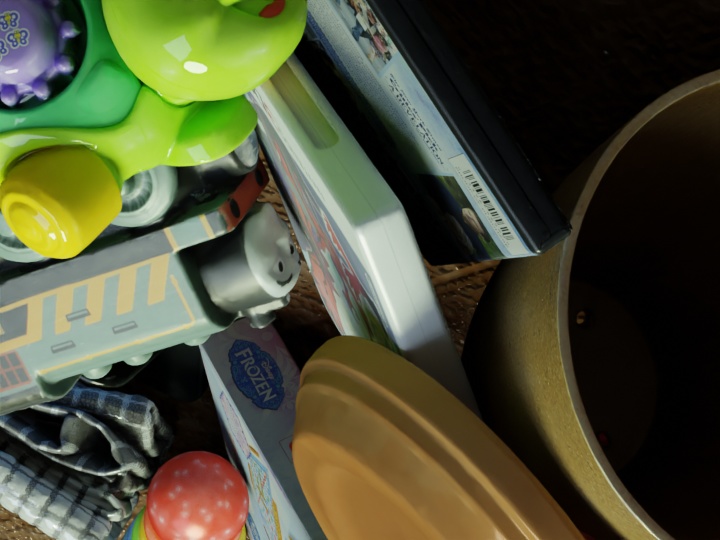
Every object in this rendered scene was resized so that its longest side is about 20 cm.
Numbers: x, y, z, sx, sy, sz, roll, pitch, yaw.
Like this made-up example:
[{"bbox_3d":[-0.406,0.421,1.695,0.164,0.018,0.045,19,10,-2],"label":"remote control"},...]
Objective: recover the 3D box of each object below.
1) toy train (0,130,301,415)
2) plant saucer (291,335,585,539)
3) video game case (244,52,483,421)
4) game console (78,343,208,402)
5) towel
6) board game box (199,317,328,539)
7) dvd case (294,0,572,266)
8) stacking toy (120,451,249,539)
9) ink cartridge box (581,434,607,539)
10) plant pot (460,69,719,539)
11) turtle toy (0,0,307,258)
[{"bbox_3d":[-0.122,-0.007,0.908,0.200,0.085,0.114,-18,110,21],"label":"toy train"},{"bbox_3d":[0.037,0.115,0.808,0.200,0.037,0.200,46,161,21],"label":"plant saucer"},{"bbox_3d":[0.000,0.000,0.850,0.182,0.023,0.200,57,172,48],"label":"video game case"},{"bbox_3d":[-0.186,0.019,1.082,0.200,0.116,0.176,26,148,9],"label":"game console"},{"bbox_3d":[-0.188,0.078,1.154,0.165,0.086,0.200,32,173,1],"label":"towel"},{"bbox_3d":[-0.014,0.154,1.095,0.200,0.041,0.200,57,165,35],"label":"board game box"},{"bbox_3d":[0.011,-0.066,0.771,0.143,0.018,0.200,57,173,-4],"label":"dvd case"},{"bbox_3d":[-0.094,0.148,1.175,0.085,0.085,0.200,29,155,3],"label":"stacking toy"},{"bbox_3d":[0.126,0.137,1.017,0.200,0.084,0.176,-2,135,41],"label":"ink cartridge box"},{"bbox_3d":[0.118,0.035,0.813,0.186,0.187,0.200,38,160,-11],"label":"plant pot"},{"bbox_3d":[-0.096,-0.085,0.746,0.200,0.146,0.101,8,134,38],"label":"turtle toy"}]
